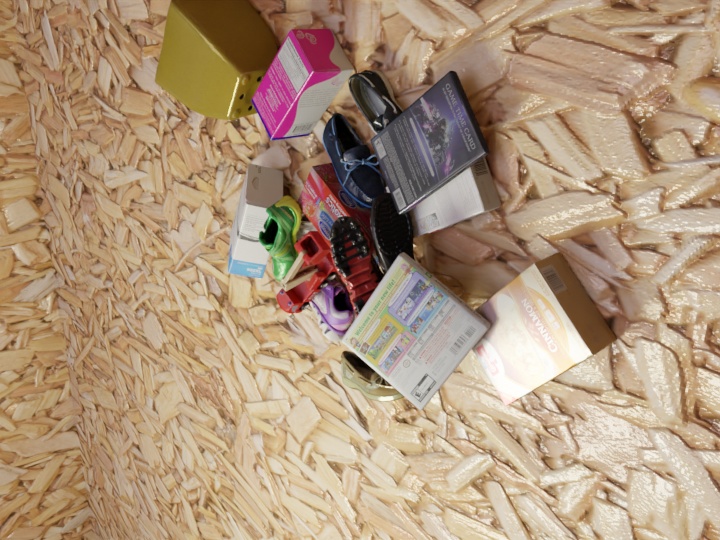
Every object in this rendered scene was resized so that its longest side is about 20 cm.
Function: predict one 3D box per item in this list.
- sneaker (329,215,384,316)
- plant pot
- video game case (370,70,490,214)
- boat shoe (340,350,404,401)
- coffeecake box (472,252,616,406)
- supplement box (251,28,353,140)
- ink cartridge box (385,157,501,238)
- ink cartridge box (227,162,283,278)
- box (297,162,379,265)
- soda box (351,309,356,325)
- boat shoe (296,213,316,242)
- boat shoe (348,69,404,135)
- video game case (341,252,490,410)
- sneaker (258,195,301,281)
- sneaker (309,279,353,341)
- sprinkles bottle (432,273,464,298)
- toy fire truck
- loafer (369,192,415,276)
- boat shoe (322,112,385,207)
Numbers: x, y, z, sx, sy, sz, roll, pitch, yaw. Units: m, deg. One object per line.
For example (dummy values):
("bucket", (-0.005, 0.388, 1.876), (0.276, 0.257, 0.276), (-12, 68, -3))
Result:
("sneaker", (0.000, 0.000, 1.229), (0.098, 0.070, 0.203), (-66, -45, -81))
("plant pot", (-0.277, -0.427, 1.455), (0.200, 0.193, 0.197), (44, 134, 18))
("video game case", (0.105, -0.200, 1.124), (0.199, 0.019, 0.145), (-33, 71, 42))
("boat shoe", (0.027, 0.210, 1.407), (0.200, 0.073, 0.064), (12, 117, 55))
("coffeecake box", (0.264, 0.094, 1.080), (0.155, 0.072, 0.200), (59, 140, 15))
("supplement box", (-0.115, -0.355, 1.347), (0.200, 0.100, 0.104), (-43, 70, 47))
("ink cartridge box", (0.134, -0.126, 1.175), (0.199, 0.050, 0.110), (-21, 87, 52))
("ink cartridge box", (-0.231, -0.108, 1.541), (0.146, 0.083, 0.201), (-96, 23, -47))
("box", (-0.022, -0.103, 1.331), (0.201, 0.095, 0.100), (53, 137, 23))
("soda box", (0.043, 0.112, 1.291), (0.200, 0.062, 0.072), (-138, 54, -67))
("boat shoe", (-0.117, -0.086, 1.482), (0.199, 0.070, 0.070), (14, 87, 55))
("boat shoe", (0.044, -0.263, 1.223), (0.201, 0.060, 0.076), (57, 138, 19))
("video game case", (0.085, 0.102, 1.145), (0.181, 0.022, 0.201), (39, 119, 10))
("sneaker", (-0.168, -0.059, 1.409), (0.074, 0.083, 0.202), (43, 142, 36))
("sneaker", (-0.074, 0.045, 1.468), (0.201, 0.080, 0.089), (53, 130, 16))
("sprinkles bottle", (0.125, 0.104, 1.252), (0.068, 0.068, 0.202), (41, 131, 33))
("toy fire truck", (-0.110, 0.010, 1.368), (0.200, 0.140, 0.049), (-47, 69, 23))
("loafer", (0.053, -0.032, 1.212), (0.071, 0.072, 0.203), (-179, 77, -73))
("boat shoe", (-0.017, -0.205, 1.296), (0.201, 0.083, 0.069), (53, 148, 19))
